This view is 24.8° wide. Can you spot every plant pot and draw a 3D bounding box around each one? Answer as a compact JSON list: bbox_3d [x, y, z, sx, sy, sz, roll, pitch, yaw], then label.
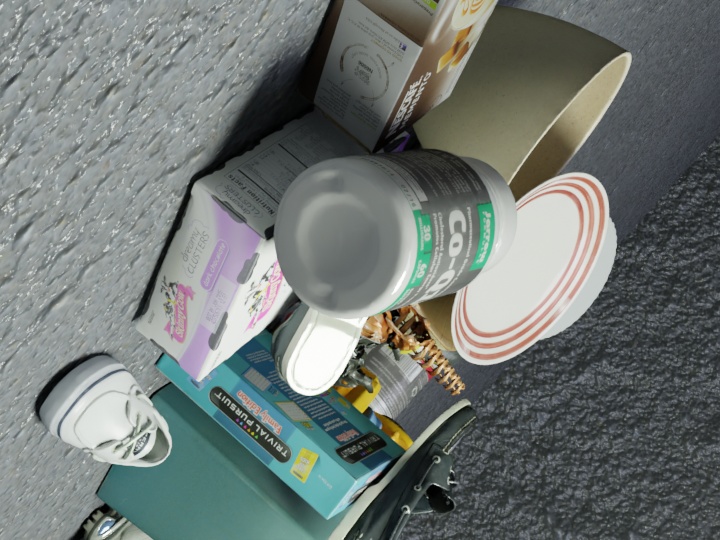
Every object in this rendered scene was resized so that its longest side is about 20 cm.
[{"bbox_3d":[-0.110,0.203,1.524,0.141,0.200,0.142,-32,159,-55],"label":"plant pot"}]

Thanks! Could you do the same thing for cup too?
[{"bbox_3d":[0.121,-0.152,1.435,0.200,0.143,0.200,-47,168,-13],"label":"cup"}]

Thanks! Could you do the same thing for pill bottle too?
[{"bbox_3d":[-0.006,0.148,1.956,0.200,0.111,0.111,-46,167,-19],"label":"pill bottle"},{"bbox_3d":[0.033,-0.032,1.201,0.113,0.113,0.200,-56,160,24],"label":"pill bottle"}]

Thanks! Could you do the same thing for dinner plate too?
[{"bbox_3d":[0.149,-0.004,1.475,0.200,0.024,0.201,-32,142,-28],"label":"dinner plate"}]

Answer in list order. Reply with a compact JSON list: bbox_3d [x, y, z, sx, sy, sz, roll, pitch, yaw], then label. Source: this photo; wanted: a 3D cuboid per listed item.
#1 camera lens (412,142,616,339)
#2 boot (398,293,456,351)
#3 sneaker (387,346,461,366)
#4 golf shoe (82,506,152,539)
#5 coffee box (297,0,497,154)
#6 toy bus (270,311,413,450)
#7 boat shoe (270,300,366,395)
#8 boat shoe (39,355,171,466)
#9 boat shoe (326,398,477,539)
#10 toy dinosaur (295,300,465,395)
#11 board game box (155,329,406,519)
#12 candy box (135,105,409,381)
[{"bbox_3d":[0.133,-0.043,1.617,0.159,0.200,0.161,-25,133,-29],"label":"camera lens"},{"bbox_3d":[0.000,0.000,1.577,0.155,0.200,0.073,-3,-135,46],"label":"boot"},{"bbox_3d":[0.049,0.046,1.730,0.075,0.084,0.200,-48,-151,14],"label":"sneaker"},{"bbox_3d":[-0.258,0.307,1.548,0.200,0.097,0.078,-44,168,-23],"label":"golf shoe"},{"bbox_3d":[0.043,-0.195,1.169,0.114,0.080,0.200,-38,163,-43],"label":"coffee box"},{"bbox_3d":[-0.038,0.139,1.625,0.136,0.199,0.193,-43,152,-39],"label":"toy bus"},{"bbox_3d":[-0.011,0.004,1.333,0.201,0.073,0.062,-59,-148,3],"label":"boat shoe"},{"bbox_3d":[-0.189,0.117,1.294,0.074,0.067,0.200,-51,168,0],"label":"boat shoe"},{"bbox_3d":[0.052,0.196,1.448,0.199,0.066,0.075,-42,165,-35],"label":"boat shoe"},{"bbox_3d":[0.003,0.042,1.440,0.102,0.201,0.136,-22,158,-25],"label":"toy dinosaur"},{"bbox_3d":[-0.067,0.124,1.442,0.047,0.200,0.151,-53,168,14],"label":"board game box"},{"bbox_3d":[-0.068,-0.031,1.278,0.200,0.071,0.168,-39,164,-46],"label":"candy box"}]
